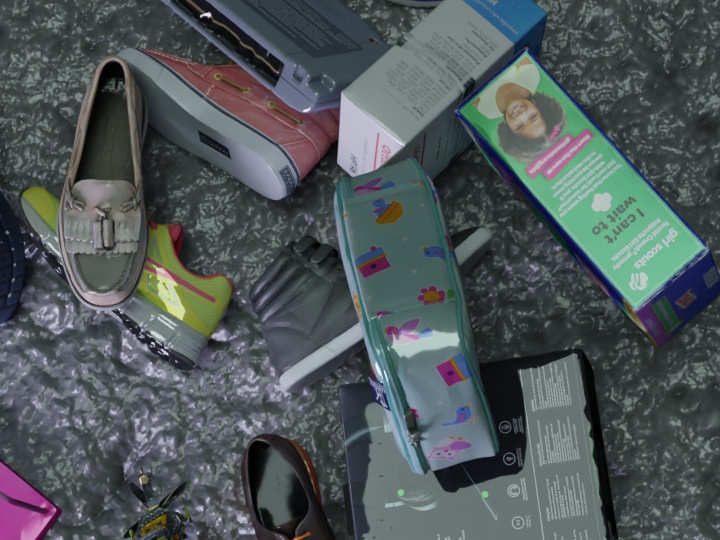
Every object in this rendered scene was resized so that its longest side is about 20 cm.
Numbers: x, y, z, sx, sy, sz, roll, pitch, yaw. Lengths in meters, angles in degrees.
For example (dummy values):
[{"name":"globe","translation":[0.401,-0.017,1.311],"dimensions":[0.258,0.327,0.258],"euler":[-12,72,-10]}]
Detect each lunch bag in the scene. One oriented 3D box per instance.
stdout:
[{"name":"lunch bag","translation":[0.038,0.038,1.489],"dimensions":[0.077,0.161,0.201],"euler":[-13,49,1]}]

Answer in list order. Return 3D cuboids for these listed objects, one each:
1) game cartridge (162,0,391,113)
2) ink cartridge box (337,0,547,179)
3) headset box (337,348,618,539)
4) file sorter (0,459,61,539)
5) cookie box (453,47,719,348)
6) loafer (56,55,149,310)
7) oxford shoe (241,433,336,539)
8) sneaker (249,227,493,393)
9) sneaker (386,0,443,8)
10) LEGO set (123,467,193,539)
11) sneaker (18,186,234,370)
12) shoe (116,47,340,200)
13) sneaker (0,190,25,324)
[{"name":"game cartridge","translation":[-0.063,-0.193,1.665],"dimensions":[0.200,0.133,0.041],"euler":[41,126,25]},{"name":"ink cartridge box","translation":[0.046,-0.124,1.609],"dimensions":[0.068,0.116,0.200],"euler":[41,70,16]},{"name":"headset box","translation":[0.083,0.163,1.575],"dimensions":[0.199,0.093,0.175],"euler":[-10,76,9]},{"name":"file sorter","translation":[-0.358,0.216,1.634],"dimensions":[0.139,0.125,0.200],"euler":[36,86,16]},{"name":"cookie box","translation":[0.171,-0.049,1.566],"dimensions":[0.075,0.171,0.200],"euler":[-42,73,2]},{"name":"loafer","translation":[-0.198,-0.071,1.637],"dimensions":[0.071,0.063,0.201],"euler":[1,64,-2]},{"name":"oxford shoe","translation":[-0.046,0.218,1.599],"dimensions":[0.071,0.073,0.201],"euler":[-25,74,4]},{"name":"sneaker","translation":[0.000,0.000,1.639],"dimensions":[0.200,0.071,0.099],"euler":[-34,78,6]},{"name":"sneaker","translation":[0.008,-0.262,1.673],"dimensions":[0.199,0.100,0.070],"euler":[12,80,1]},{"name":"LEGO set","translation":[-0.181,0.261,1.617],"dimensions":[0.200,0.116,0.154],"euler":[-38,103,5]},{"name":"sneaker","translation":[-0.183,-0.011,1.684],"dimensions":[0.200,0.078,0.090],"euler":[38,78,11]},{"name":"shoe","translation":[-0.102,-0.137,1.697],"dimensions":[0.200,0.072,0.091],"euler":[34,63,28]},{"name":"sneaker","translation":[-0.323,-0.050,1.721],"dimensions":[0.074,0.082,0.201],"euler":[-15,92,-20]}]
